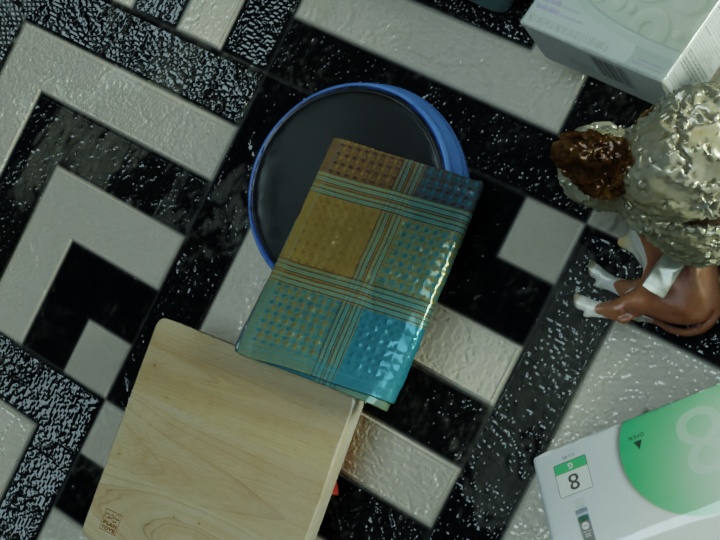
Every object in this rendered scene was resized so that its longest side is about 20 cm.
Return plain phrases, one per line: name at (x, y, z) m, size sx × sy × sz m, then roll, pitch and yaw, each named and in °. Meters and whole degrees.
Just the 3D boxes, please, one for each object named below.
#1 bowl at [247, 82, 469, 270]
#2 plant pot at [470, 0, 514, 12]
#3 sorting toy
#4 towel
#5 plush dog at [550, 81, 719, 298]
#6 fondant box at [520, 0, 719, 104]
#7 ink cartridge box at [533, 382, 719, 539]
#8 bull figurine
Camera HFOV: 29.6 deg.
bowl at (-0.006, -0.064, 1.160) m, size 0.200 × 0.039 × 0.201 m, roll -4°, pitch 80°, yaw 23°
plant pot at (0.079, -0.338, 1.043) m, size 0.196 × 0.200 × 0.196 m, roll 24°, pitch 91°, yaw -3°
sorting toy at (-0.107, 0.167, 1.150) m, size 0.200 × 0.070 × 0.199 m, roll 20°, pitch 89°, yaw 25°
towel at (0.000, 0.000, 1.100) m, size 0.146 × 0.022 × 0.200 m, roll 20°, pitch 79°, yaw 24°
plush dog at (0.227, -0.066, 0.911) m, size 0.200 × 0.172 × 0.161 m, roll -22°, pitch 68°, yaw 18°
fondant box at (0.238, -0.234, 1.039) m, size 0.144 × 0.058 × 0.200 m, roll 32°, pitch 85°, yaw 39°
ink cartridge box at (0.213, 0.191, 0.914) m, size 0.161 × 0.050 × 0.200 m, roll -26°, pitch 50°, yaw 22°
bull figurine at (0.227, -0.049, 1.044) m, size 0.121 × 0.065 × 0.200 m, roll -5°, pitch 77°, yaw 27°
